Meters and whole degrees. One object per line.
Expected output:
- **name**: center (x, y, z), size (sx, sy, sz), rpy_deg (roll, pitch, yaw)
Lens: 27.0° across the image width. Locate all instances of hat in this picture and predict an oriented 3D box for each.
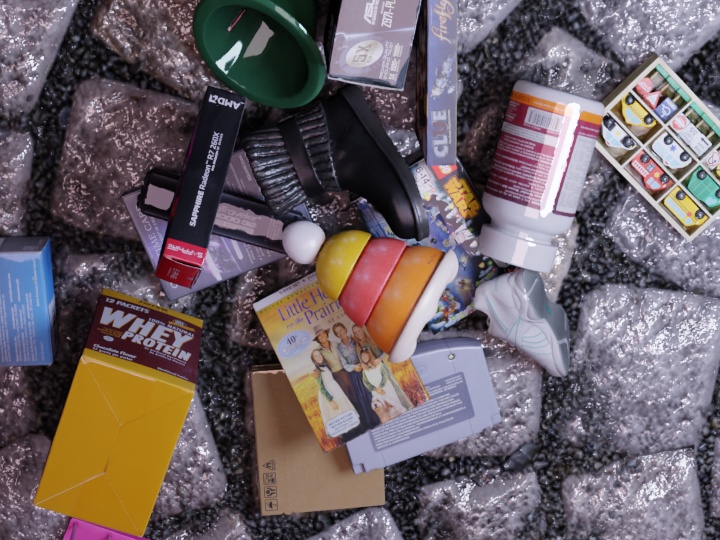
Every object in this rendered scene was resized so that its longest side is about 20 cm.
- **hat**: center (-0.077, -0.310, 1.686), size (0.165, 0.177, 0.200), rpy_deg (31, 149, -4)

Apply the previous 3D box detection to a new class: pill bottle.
- **pill bottle**: center (0.202, -0.108, 1.716), size (0.108, 0.110, 0.202), rpy_deg (14, 99, -9)

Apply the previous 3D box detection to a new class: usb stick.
- **usb stick**: center (-0.161, -0.068, 1.749), size (0.198, 0.033, 0.056), rpy_deg (16, 99, -9)

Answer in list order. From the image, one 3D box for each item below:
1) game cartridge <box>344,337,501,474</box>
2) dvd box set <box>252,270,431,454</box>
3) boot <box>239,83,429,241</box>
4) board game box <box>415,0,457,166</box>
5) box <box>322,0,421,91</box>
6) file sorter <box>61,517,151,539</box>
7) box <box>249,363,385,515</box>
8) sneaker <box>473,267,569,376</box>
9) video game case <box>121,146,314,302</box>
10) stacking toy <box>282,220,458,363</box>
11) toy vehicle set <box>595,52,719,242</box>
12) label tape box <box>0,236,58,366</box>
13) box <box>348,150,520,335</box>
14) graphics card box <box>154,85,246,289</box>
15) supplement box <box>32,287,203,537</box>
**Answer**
- **game cartridge**: center (0.067, 0.161, 1.852), size (0.198, 0.042, 0.134), rpy_deg (-19, 108, -5)
- **dvd box set**: center (-0.023, 0.097, 1.797), size (0.145, 0.029, 0.202), rpy_deg (-26, 87, 5)
- **boot**: center (-0.029, -0.095, 1.701), size (0.157, 0.080, 0.212), rpy_deg (-29, 74, -6)
- **board game box**: center (0.083, -0.232, 1.666), size (0.034, 0.136, 0.202), rpy_deg (-2, 110, -3)
- **box**: center (0.019, -0.314, 1.616), size (0.085, 0.164, 0.202), rpy_deg (9, 110, -7)
- **file sorter**: center (-0.300, 0.426, 1.895), size (0.198, 0.126, 0.140), rpy_deg (21, 108, -11)
- **box**: center (-0.052, 0.209, 1.881), size (0.162, 0.021, 0.202), rpy_deg (-4, 109, -5)
- **sneaker**: center (0.199, 0.063, 1.804), size (0.079, 0.071, 0.201), rpy_deg (-10, 140, 24)
- **video game case**: center (-0.164, -0.061, 1.778), size (0.198, 0.019, 0.144), rpy_deg (-21, 110, 5)
- **stacking toy**: center (0.000, 0.000, 1.726), size (0.199, 0.146, 0.147), rpy_deg (30, 107, 4)
- **toy vehicle set**: center (0.368, -0.144, 1.772), size (0.200, 0.027, 0.124), rpy_deg (42, 103, -16)
- **label tape box**: center (-0.464, 0.038, 1.774), size (0.198, 0.066, 0.145), rpy_deg (-1, 110, 0)
- **box**: center (0.094, -0.040, 1.789), size (0.136, 0.040, 0.201), rpy_deg (-31, 109, 7)
- **graphics card box**: center (-0.178, -0.091, 1.664), size (0.050, 0.125, 0.202), rpy_deg (16, 77, -8)
- **supplement box**: center (-0.279, 0.162, 1.756), size (0.132, 0.200, 0.199), rpy_deg (18, 109, -10)
